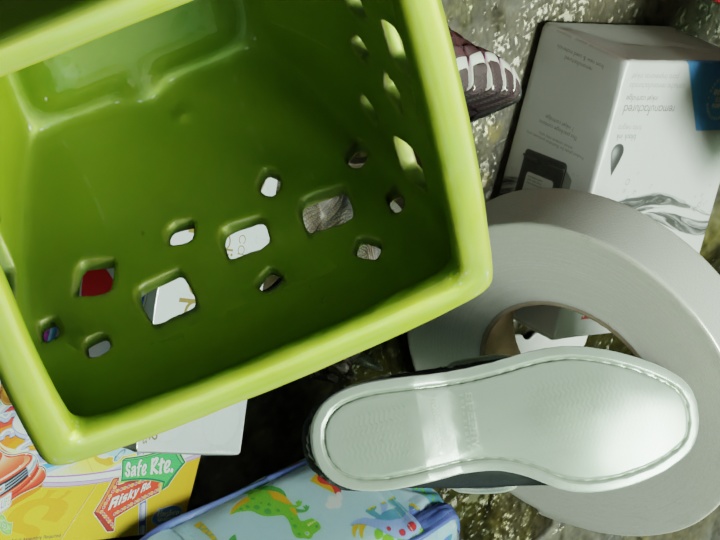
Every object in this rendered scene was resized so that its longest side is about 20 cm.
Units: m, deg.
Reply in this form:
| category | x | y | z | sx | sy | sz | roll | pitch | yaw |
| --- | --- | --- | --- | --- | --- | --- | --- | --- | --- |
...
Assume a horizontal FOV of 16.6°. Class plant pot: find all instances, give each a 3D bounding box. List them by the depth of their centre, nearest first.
| category | x | y | z | sx | sy | sz | roll | pitch | yaw |
| --- | --- | --- | --- | --- | --- | --- | --- | --- | --- |
| plant pot | -0.081 | -0.077 | 0.961 | 0.199 | 0.182 | 0.200 | -22 | 132 | -8 |

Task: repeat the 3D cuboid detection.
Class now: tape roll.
| category | x | y | z | sx | sy | sz | roll | pitch | yaw |
| --- | --- | --- | --- | --- | --- | --- | --- | --- | --- |
| tape roll | 0.118 | 0.051 | 1.297 | 0.037 | 0.201 | 0.204 | -47 | 141 | -43 |

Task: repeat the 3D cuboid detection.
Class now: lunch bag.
| category | x | y | z | sx | sy | sz | roll | pitch | yaw |
| --- | --- | --- | --- | --- | --- | --- | --- | --- | --- |
| lunch bag | -0.047 | 0.180 | 1.274 | 0.199 | 0.083 | 0.161 | -22 | 147 | -35 |

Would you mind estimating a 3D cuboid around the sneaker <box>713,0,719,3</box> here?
| category | x | y | z | sx | sy | sz | roll | pitch | yaw |
| --- | --- | --- | --- | --- | --- | --- | --- | --- | --- |
| sneaker | 0.124 | -0.179 | 1.234 | 0.199 | 0.115 | 0.079 | -15 | 123 | -39 |

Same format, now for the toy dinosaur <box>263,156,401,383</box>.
| category | x | y | z | sx | sy | sz | roll | pitch | yaw |
| --- | --- | --- | --- | --- | --- | --- | --- | --- | --- |
| toy dinosaur | 0.000 | 0.000 | 1.239 | 0.103 | 0.077 | 0.200 | -57 | 143 | -14 |

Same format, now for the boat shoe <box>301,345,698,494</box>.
| category | x | y | z | sx | sy | sz | roll | pitch | yaw |
| --- | --- | --- | --- | --- | --- | --- | --- | --- | --- |
| boat shoe | 0.068 | 0.075 | 1.237 | 0.198 | 0.060 | 0.076 | 2 | 89 | -10 |

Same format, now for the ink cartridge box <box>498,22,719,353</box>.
| category | x | y | z | sx | sy | sz | roll | pitch | yaw |
| --- | --- | --- | --- | --- | --- | --- | --- | --- | --- |
| ink cartridge box | 0.135 | -0.031 | 1.366 | 0.115 | 0.067 | 0.202 | -5 | 115 | -45 |

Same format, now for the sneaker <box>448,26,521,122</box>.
| category | x | y | z | sx | sy | sz | roll | pitch | yaw |
| --- | --- | --- | --- | --- | --- | --- | --- | --- | --- |
| sneaker | 0.019 | -0.130 | 1.196 | 0.075 | 0.116 | 0.200 | -19 | 172 | 14 |

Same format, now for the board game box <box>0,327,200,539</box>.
| category | x | y | z | sx | sy | sz | roll | pitch | yaw |
| --- | --- | --- | --- | --- | --- | --- | --- | --- | --- |
| board game box | -0.153 | 0.064 | 1.157 | 0.199 | 0.034 | 0.135 | -2 | 113 | -44 |

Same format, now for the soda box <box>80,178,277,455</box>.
| category | x | y | z | sx | sy | sz | roll | pitch | yaw |
| --- | --- | --- | --- | --- | --- | --- | --- | --- | --- |
| soda box | -0.084 | -0.020 | 1.119 | 0.068 | 0.063 | 0.202 | 7 | 92 | -46 |
